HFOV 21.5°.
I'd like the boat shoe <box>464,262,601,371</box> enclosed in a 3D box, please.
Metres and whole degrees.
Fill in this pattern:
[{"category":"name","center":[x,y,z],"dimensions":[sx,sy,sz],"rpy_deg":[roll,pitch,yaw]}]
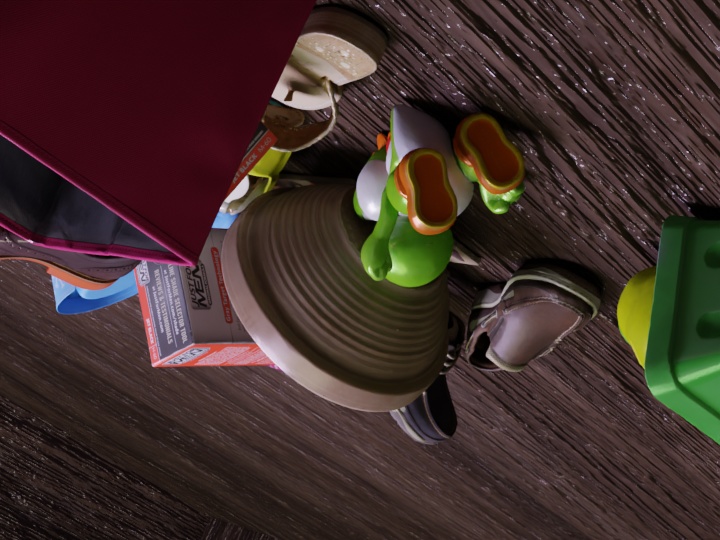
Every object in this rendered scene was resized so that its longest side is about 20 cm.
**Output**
[{"category":"boat shoe","center":[0.137,0.049,1.557],"dimensions":[0.074,0.075,0.202],"rpy_deg":[26,165,-7]}]

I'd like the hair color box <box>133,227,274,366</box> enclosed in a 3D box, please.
[{"category":"hair color box","center":[-0.089,0.023,1.578],"dimensions":[0.199,0.103,0.061],"rpy_deg":[3,158,-45]}]

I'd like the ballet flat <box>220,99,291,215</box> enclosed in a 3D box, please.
[{"category":"ballet flat","center":[-0.095,-0.080,1.492],"dimensions":[0.066,0.068,0.200],"rpy_deg":[27,166,-6]}]

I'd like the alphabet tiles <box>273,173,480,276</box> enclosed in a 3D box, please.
[{"category":"alphabet tiles","center":[0.003,-0.037,1.606],"dimensions":[0.199,0.008,0.167],"rpy_deg":[8,158,49]}]

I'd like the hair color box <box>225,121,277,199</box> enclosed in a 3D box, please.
[{"category":"hair color box","center":[-0.152,-0.097,1.313],"dimensions":[0.064,0.111,0.200],"rpy_deg":[44,176,-35]}]

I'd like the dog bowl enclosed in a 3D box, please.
[{"category":"dog bowl","center":[-0.188,-0.028,1.603],"dimensions":[0.199,0.050,0.111],"rpy_deg":[-35,165,38]}]

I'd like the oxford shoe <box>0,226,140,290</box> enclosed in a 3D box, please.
[{"category":"oxford shoe","center":[-0.253,-0.043,1.456],"dimensions":[0.199,0.072,0.072],"rpy_deg":[17,154,-36]}]

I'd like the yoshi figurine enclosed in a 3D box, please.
[{"category":"yoshi figurine","center":[0.049,-0.040,1.331],"dimensions":[0.111,0.113,0.200],"rpy_deg":[20,170,-12]}]

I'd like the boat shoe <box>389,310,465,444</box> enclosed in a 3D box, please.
[{"category":"boat shoe","center":[0.050,0.065,1.615],"dimensions":[0.073,0.075,0.201],"rpy_deg":[-11,123,22]}]

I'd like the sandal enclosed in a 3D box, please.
[{"category":"sandal","center":[-0.046,-0.116,1.279],"dimensions":[0.077,0.070,0.211],"rpy_deg":[28,165,-14]}]

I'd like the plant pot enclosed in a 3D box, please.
[{"category":"plant pot","center":[0.000,0.000,1.458],"dimensions":[0.200,0.202,0.093],"rpy_deg":[29,127,-19]}]

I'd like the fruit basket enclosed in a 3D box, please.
[{"category":"fruit basket","center":[0.250,0.056,1.294],"dimensions":[0.213,0.157,0.216],"rpy_deg":[10,151,5]}]

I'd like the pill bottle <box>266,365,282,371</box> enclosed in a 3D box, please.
[{"category":"pill bottle","center":[-0.052,0.039,1.722],"dimensions":[0.198,0.113,0.111],"rpy_deg":[20,166,-2]}]

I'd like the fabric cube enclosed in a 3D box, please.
[{"category":"fabric cube","center":[-0.180,-0.141,1.150],"dimensions":[0.196,0.201,0.199],"rpy_deg":[34,162,-38]}]
